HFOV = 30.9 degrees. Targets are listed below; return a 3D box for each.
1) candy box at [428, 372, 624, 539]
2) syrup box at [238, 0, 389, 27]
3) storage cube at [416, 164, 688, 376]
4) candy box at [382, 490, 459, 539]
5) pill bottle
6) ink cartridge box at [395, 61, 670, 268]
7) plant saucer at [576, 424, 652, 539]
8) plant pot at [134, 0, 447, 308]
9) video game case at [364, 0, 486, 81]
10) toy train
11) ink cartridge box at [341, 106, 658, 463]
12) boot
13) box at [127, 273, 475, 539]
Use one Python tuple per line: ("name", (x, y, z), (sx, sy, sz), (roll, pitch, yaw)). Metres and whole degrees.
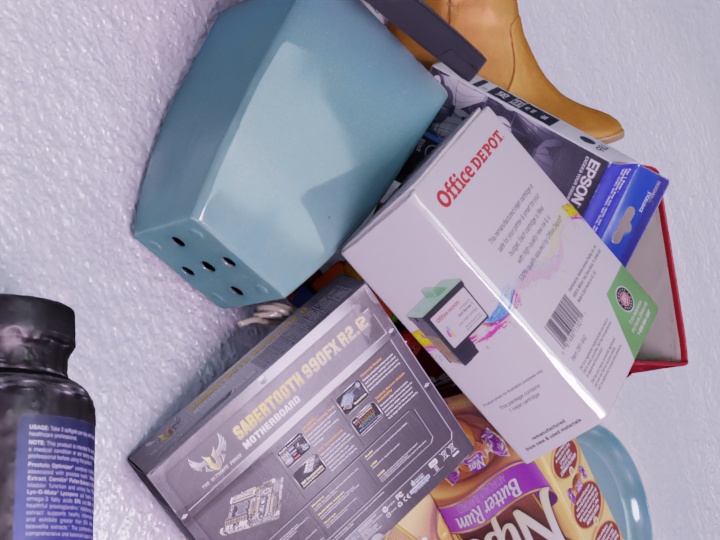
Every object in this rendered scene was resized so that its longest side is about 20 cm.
("candy box", (0.119, 0.171, 1.002), (0.056, 0.116, 0.202), (-41, 106, -48))
("syrup box", (-0.060, -0.253, 1.034), (0.201, 0.081, 0.079), (52, 45, -24))
("storage cube", (0.156, 0.010, 1.132), (0.170, 0.178, 0.203), (4, 77, -49))
("candy box", (0.039, 0.234, 1.022), (0.116, 0.055, 0.201), (51, 45, -25))
("pill bottle", (-0.204, 0.121, 0.729), (0.111, 0.111, 0.203), (15, 68, -46))
("ink cartridge box", (0.125, -0.071, 0.992), (0.039, 0.198, 0.100), (-32, 147, -61))
("plant saucer", (0.221, 0.249, 1.254), (0.199, 0.027, 0.203), (18, 66, -45))
("plant pot", (-0.062, -0.082, 0.930), (0.141, 0.141, 0.201), (41, 61, -26))
("video game case", (-0.018, -0.226, 0.909), (0.199, 0.026, 0.181), (32, 15, -38))
("toy train", (0.000, 0.000, 0.966), (0.085, 0.116, 0.199), (42, 17, 25))
("ink cartridge box", (0.101, 0.007, 0.914), (0.200, 0.084, 0.145), (48, 40, -6))
("boot", (0.118, -0.176, 1.036), (0.071, 0.198, 0.146), (-69, 164, -76))
("box", (-0.037, 0.127, 0.904), (0.200, 0.048, 0.159), (-41, 112, -16))
